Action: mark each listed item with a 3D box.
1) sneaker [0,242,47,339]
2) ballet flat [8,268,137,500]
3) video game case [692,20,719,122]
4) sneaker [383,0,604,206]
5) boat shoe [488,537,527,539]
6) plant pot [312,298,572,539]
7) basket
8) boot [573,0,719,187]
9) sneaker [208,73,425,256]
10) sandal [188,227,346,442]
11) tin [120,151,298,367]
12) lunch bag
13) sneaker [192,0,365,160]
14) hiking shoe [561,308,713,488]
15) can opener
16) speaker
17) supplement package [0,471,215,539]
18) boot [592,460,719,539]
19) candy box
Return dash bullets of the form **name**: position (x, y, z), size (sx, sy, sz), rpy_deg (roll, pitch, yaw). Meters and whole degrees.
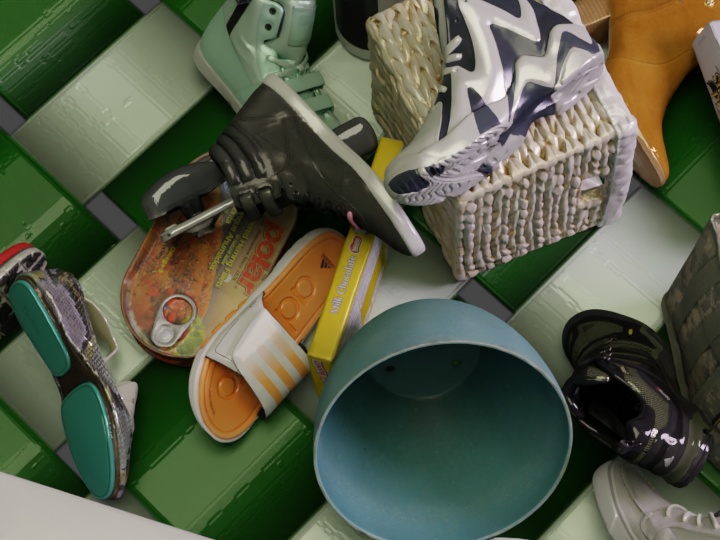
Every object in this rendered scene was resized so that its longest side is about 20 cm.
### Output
- **sneaker**: position (-0.352, 0.034, 1.568), size (0.200, 0.077, 0.085), rpy_deg (-39, 65, -15)
- **ballet flat**: position (-0.219, 0.087, 1.545), size (0.072, 0.072, 0.201), rpy_deg (-23, 83, -8)
- **video game case**: position (0.403, -0.134, 1.609), size (0.199, 0.045, 0.182), rpy_deg (-8, 68, -19)
- **sneaker**: position (0.072, -0.146, 1.426), size (0.199, 0.080, 0.130), rpy_deg (-39, 70, -7)
- **boat shoe**: position (0.173, 0.258, 1.467), size (0.200, 0.072, 0.070), rpy_deg (16, 69, 3)
- **plant pot**: position (0.056, 0.100, 1.489), size (0.199, 0.201, 0.135), rpy_deg (-8, 34, -2)
- **basket**: position (0.112, -0.129, 1.558), size (0.160, 0.198, 0.201), rpy_deg (-23, 70, -6)
- **boot**: position (0.270, -0.180, 1.643), size (0.143, 0.071, 0.202), rpy_deg (-22, 65, -7)
- **sneaker**: position (-0.040, -0.058, 1.499), size (0.099, 0.071, 0.200), rpy_deg (-43, 70, -5)
- **sandal**: position (-0.064, 0.048, 1.546), size (0.079, 0.059, 0.207), rpy_deg (45, 69, -29)
- **tin**: position (-0.125, -0.011, 1.600), size (0.112, 0.042, 0.201), rpy_deg (23, 70, 14)
- **lunch bag**: position (0.318, 0.075, 1.490), size (0.117, 0.164, 0.201), rpy_deg (-6, 68, -7)
- **sneaker**: position (-0.055, -0.168, 1.611), size (0.200, 0.118, 0.074), rpy_deg (45, 39, 17)
- **hiking shoe**: position (0.199, 0.085, 1.488), size (0.076, 0.100, 0.200), rpy_deg (-57, 34, 17)
- **can opener**: position (-0.085, -0.084, 1.564), size (0.199, 0.053, 0.067), rpy_deg (-29, 93, -2)
- **speaker**: position (0.013, -0.262, 1.609), size (0.081, 0.200, 0.082), rpy_deg (0, 68, 1)
- **supplement package**: position (-0.204, 0.250, 1.452), size (0.199, 0.121, 0.120), rpy_deg (16, 70, 7)
- **boot**: position (0.259, 0.207, 1.453), size (0.096, 0.073, 0.200), rpy_deg (-48, 51, 26)
- **candy box**: position (0.000, 0.000, 1.559), size (0.026, 0.102, 0.201), rpy_deg (14, 69, 12)
